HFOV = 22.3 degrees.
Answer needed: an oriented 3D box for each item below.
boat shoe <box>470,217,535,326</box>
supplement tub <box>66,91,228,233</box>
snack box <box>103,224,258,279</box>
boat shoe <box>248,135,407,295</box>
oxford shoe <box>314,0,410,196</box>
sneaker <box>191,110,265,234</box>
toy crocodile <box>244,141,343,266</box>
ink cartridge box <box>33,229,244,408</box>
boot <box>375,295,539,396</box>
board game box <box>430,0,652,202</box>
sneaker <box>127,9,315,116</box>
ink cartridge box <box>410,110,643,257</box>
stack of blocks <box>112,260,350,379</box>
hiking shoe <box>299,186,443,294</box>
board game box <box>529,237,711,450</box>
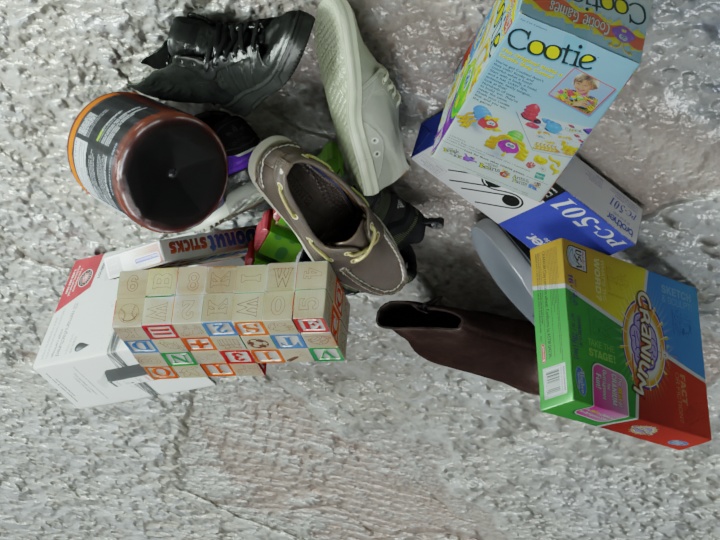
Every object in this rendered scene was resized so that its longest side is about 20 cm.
[{"bbox_3d":[0.187,0.017,1.735,0.200,0.066,0.070,48,165,-5],"label":"boat shoe"},{"bbox_3d":[-0.199,-0.103,1.642,0.107,0.107,0.200,38,175,-29],"label":"supplement tub"},{"bbox_3d":[-0.154,-0.020,1.750,0.072,0.025,0.200,-17,177,33],"label":"snack box"},{"bbox_3d":[-0.020,-0.040,1.627,0.200,0.072,0.059,48,172,-32],"label":"boat shoe"},{"bbox_3d":[0.004,-0.155,1.579,0.057,0.075,0.201,-23,129,-10],"label":"oxford shoe"},{"bbox_3d":[-0.131,-0.100,1.712,0.100,0.069,0.200,63,158,-2],"label":"sneaker"},{"bbox_3d":[-0.072,-0.035,1.719,0.061,0.068,0.201,23,121,-15],"label":"toy crocodile"},{"bbox_3d":[-0.221,0.051,1.887,0.199,0.145,0.084,-11,137,35],"label":"ink cartridge box"},{"bbox_3d":[0.130,0.073,1.788,0.199,0.073,0.166,7,172,27],"label":"boot"},{"bbox_3d":[0.145,-0.164,1.465,0.104,0.104,0.200,22,146,-7],"label":"board game box"},{"bbox_3d":[-0.121,-0.187,1.580,0.104,0.060,0.200,26,155,-16],"label":"sneaker"},{"bbox_3d":[0.150,-0.077,1.637,0.199,0.044,0.094,35,144,-24],"label":"ink cartridge box"},{"bbox_3d":[-0.113,0.047,1.678,0.198,0.059,0.115,-3,152,14],"label":"stack of blocks"},{"bbox_3d":[0.000,0.000,1.762,0.100,0.076,0.200,24,140,-13],"label":"hiking shoe"},{"bbox_3d":[0.237,0.069,1.659,0.199,0.154,0.040,17,152,-41],"label":"board game box"}]
